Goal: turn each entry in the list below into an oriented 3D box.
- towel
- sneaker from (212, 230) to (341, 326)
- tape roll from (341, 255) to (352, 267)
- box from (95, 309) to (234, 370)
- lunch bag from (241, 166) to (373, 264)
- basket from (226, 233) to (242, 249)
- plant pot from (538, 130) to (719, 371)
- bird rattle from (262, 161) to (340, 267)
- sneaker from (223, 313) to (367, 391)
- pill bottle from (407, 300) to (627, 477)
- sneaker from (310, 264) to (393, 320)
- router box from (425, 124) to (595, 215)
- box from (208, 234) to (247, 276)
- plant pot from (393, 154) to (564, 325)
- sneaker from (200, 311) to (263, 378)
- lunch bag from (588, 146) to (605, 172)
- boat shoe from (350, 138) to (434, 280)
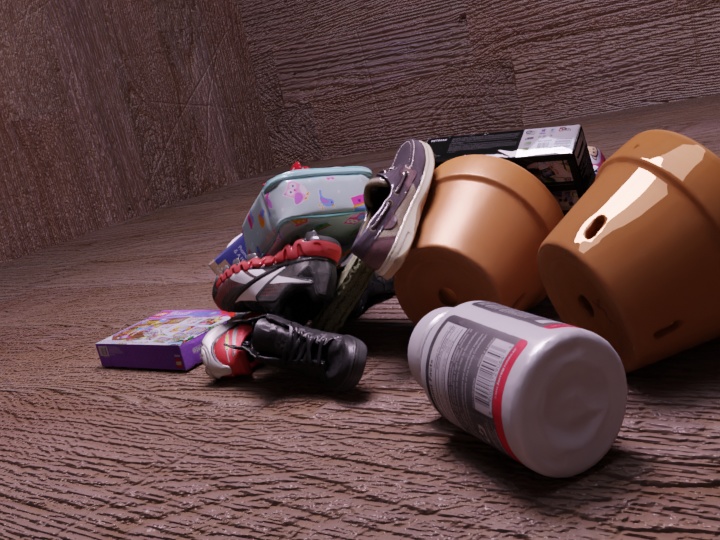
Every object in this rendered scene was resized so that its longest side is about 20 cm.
[{"bbox_3d":[0.000,0.000,1.034,0.202,0.036,0.149,-59,-2,39],"label":"towel"},{"bbox_3d":[-0.106,0.028,1.005,0.197,0.100,0.070,-19,-25,31],"label":"sneaker"},{"bbox_3d":[0.062,-0.038,1.361,0.197,0.073,0.203,-13,12,3],"label":"tape roll"},{"bbox_3d":[-0.271,0.098,1.200,0.197,0.040,0.136,-3,17,39],"label":"box"},{"bbox_3d":[-0.064,-0.062,1.073,0.157,0.079,0.200,-10,-17,-24],"label":"lunch bag"},{"bbox_3d":[-0.116,-0.014,1.325,0.132,0.126,0.200,-10,14,11],"label":"basket"},{"bbox_3d":[0.257,-0.005,0.759,0.138,0.203,0.200,-31,16,-9],"label":"plant pot"},{"bbox_3d":[-0.089,-0.080,1.456,0.160,0.205,0.112,21,22,22],"label":"bird rattle"},{"bbox_3d":[-0.076,0.087,0.919,0.102,0.061,0.199,19,-7,-24],"label":"sneaker"},{"bbox_3d":[0.117,0.087,0.690,0.108,0.113,0.199,-18,14,-20],"label":"pill bottle"},{"bbox_3d":[-0.025,0.030,1.200,0.090,0.078,0.198,-18,3,45],"label":"sneaker"},{"bbox_3d":[0.184,-0.096,1.001,0.196,0.150,0.052,2,49,33],"label":"router box"},{"bbox_3d":[-0.109,-0.027,1.197,0.199,0.122,0.032,-40,4,6],"label":"box"},{"bbox_3d":[0.126,-0.010,0.949,0.196,0.203,0.140,-3,31,37],"label":"plant pot"},{"bbox_3d":[-0.125,0.081,1.078,0.083,0.079,0.200,-1,28,26],"label":"sneaker"},{"bbox_3d":[0.297,-0.130,1.306,0.196,0.084,0.176,-11,-26,27],"label":"lunch bag"},{"bbox_3d":[0.035,-0.083,0.928,0.072,0.064,0.203,-42,25,48],"label":"boat shoe"}]
